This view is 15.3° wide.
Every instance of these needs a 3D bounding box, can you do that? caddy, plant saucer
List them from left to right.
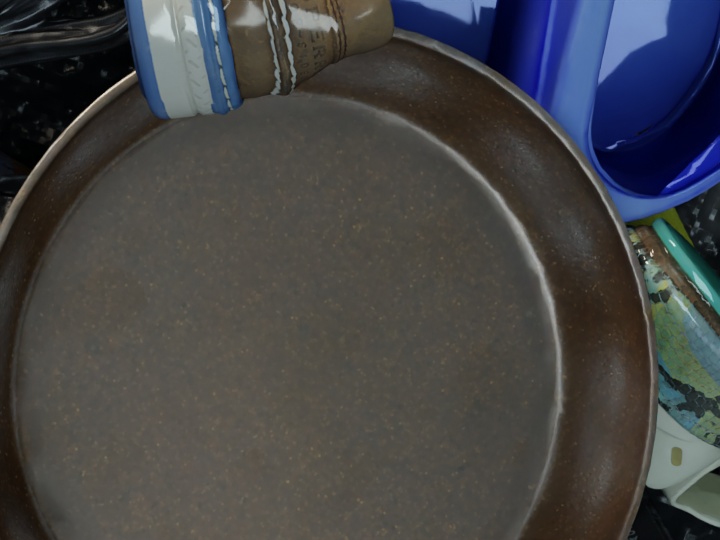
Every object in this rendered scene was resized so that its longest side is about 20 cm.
[{"bbox_3d":[-0.014,0.032,0.737,0.200,0.034,0.201,1,89,-21],"label":"plant saucer"},{"bbox_3d":[0.067,-0.114,0.790,0.141,0.105,0.201,8,95,-7],"label":"caddy"}]

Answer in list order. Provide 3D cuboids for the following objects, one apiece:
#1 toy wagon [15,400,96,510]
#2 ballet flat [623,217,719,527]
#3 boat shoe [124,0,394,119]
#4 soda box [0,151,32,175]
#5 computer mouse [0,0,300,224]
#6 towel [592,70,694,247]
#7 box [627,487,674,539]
[{"bbox_3d":[-0.172,0.034,0.765,0.155,0.040,0.200,-31,95,23],"label":"toy wagon"},{"bbox_3d":[0.116,0.048,0.844,0.074,0.074,0.200,-45,141,8],"label":"ballet flat"},{"bbox_3d":[-0.020,-0.109,0.721,0.072,0.200,0.072,-5,133,3],"label":"boat shoe"},{"bbox_3d":[-0.173,0.045,0.845,0.064,0.068,0.200,33,100,-15],"label":"soda box"},{"bbox_3d":[-0.074,0.003,0.783,0.140,0.046,0.200,-23,98,11],"label":"computer mouse"},{"bbox_3d":[0.000,0.000,0.853,0.200,0.018,0.086,-24,84,-6],"label":"towel"},{"bbox_3d":[0.067,0.180,0.850,0.117,0.200,0.197,-18,108,-1],"label":"box"}]
